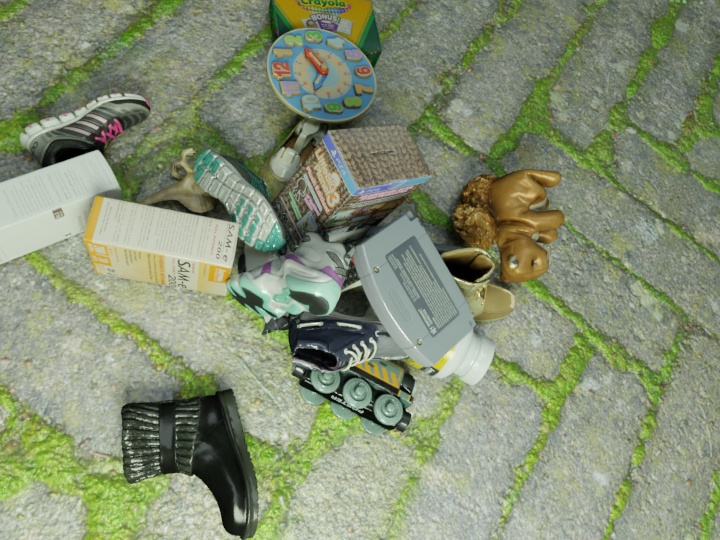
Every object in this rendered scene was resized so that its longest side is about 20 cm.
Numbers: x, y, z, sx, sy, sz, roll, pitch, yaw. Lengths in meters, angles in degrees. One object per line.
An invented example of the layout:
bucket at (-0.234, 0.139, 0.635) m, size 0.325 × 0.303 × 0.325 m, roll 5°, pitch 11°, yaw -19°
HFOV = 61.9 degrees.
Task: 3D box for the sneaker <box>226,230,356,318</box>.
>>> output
sneaker at (-0.090, -0.006, 0.854) m, size 0.078 × 0.199 × 0.140 m, roll 58°, pitch 47°, yaw -39°

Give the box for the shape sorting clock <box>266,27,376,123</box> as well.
shape sorting clock at (-0.066, -0.345, 1.052) m, size 0.199 × 0.039 × 0.201 m, roll 5°, pitch 68°, yaw -13°

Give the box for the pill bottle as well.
pill bottle at (0.107, 0.101, 0.952) m, size 0.199 × 0.112 × 0.112 m, roll 28°, pitch 64°, yaw -4°

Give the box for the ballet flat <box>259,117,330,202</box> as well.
ballet flat at (-0.112, -0.203, 1.031) m, size 0.071 × 0.071 × 0.200 m, roll 33°, pitch 64°, yaw -2°

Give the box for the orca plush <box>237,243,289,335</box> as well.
orca plush at (-0.127, 0.006, 0.941) m, size 0.071 × 0.105 × 0.201 m, roll 20°, pitch 35°, yaw -49°

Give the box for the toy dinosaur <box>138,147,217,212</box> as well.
toy dinosaur at (-0.274, -0.137, 0.961) m, size 0.199 × 0.058 × 0.102 m, roll -7°, pitch 73°, yaw -19°

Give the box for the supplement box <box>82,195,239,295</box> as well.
supplement box at (-0.285, -0.031, 0.878) m, size 0.199 × 0.126 × 0.074 m, roll 10°, pitch 66°, yaw -12°

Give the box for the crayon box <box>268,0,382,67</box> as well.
crayon box at (-0.069, -0.455, 1.146) m, size 0.199 × 0.058 × 0.119 m, roll -4°, pitch 71°, yaw -18°

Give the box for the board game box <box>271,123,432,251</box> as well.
board game box at (-0.019, -0.124, 0.933) m, size 0.159 × 0.200 × 0.097 m, roll -17°, pitch 74°, yaw -42°

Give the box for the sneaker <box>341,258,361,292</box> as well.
sneaker at (0.000, -0.001, 0.965) m, size 0.199 × 0.093 × 0.071 m, roll -20°, pitch 70°, yaw 20°

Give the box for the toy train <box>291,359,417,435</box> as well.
toy train at (-0.004, 0.166, 0.915) m, size 0.199 × 0.085 × 0.114 m, roll 28°, pitch 55°, yaw -5°

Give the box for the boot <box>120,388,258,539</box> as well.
boot at (-0.231, 0.267, 0.802) m, size 0.157 × 0.080 × 0.212 m, roll -7°, pitch 61°, yaw -26°

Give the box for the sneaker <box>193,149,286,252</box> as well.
sneaker at (-0.166, -0.112, 0.923) m, size 0.200 × 0.078 × 0.091 m, roll 51°, pitch 31°, yaw 16°

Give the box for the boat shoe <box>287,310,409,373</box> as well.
boat shoe at (-0.008, 0.112, 0.847) m, size 0.199 × 0.075 × 0.093 m, roll 11°, pitch 33°, yaw -8°

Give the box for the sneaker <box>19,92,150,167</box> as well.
sneaker at (-0.415, -0.208, 0.939) m, size 0.199 × 0.074 × 0.088 m, roll -27°, pitch 79°, yaw -19°

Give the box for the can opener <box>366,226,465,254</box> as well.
can opener at (0.101, -0.029, 1.032) m, size 0.199 × 0.066 × 0.053 m, roll 9°, pitch 66°, yaw -19°

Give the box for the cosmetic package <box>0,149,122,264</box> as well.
cosmetic package at (-0.452, -0.090, 0.865) m, size 0.199 × 0.102 × 0.074 m, roll -29°, pitch 79°, yaw -23°

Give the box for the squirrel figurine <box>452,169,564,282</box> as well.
squirrel figurine at (0.258, -0.075, 1.075) m, size 0.199 × 0.142 × 0.188 m, roll 8°, pitch 77°, yaw 2°

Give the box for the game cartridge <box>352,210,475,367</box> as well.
game cartridge at (0.075, 0.029, 0.861) m, size 0.133 × 0.041 × 0.201 m, roll -34°, pitch 97°, yaw -29°

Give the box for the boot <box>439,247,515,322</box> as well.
boot at (0.190, 0.024, 0.983) m, size 0.199 × 0.155 × 0.073 m, roll 13°, pitch 66°, yaw -12°
